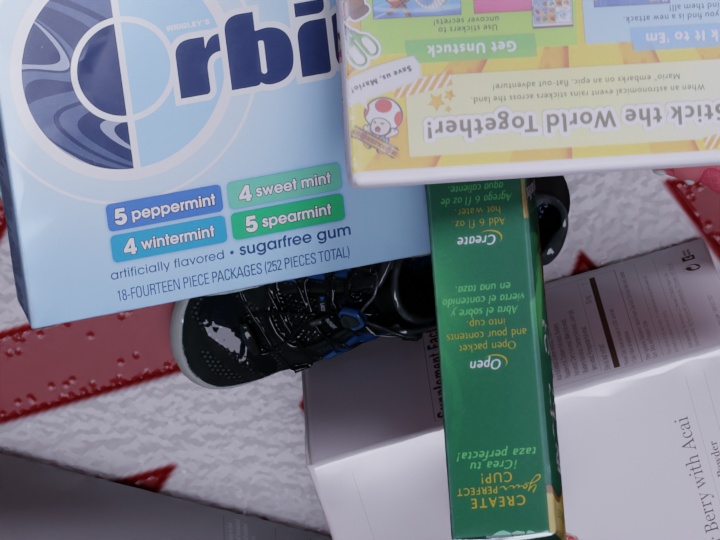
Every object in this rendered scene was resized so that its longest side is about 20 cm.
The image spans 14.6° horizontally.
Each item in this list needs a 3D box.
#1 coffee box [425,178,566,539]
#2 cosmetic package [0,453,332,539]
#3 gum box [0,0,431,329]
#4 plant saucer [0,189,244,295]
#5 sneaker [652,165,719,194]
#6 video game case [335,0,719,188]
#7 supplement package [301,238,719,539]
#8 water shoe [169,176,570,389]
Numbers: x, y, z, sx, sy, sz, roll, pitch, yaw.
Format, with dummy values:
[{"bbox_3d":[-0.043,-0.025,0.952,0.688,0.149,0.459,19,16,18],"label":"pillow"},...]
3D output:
[{"bbox_3d":[0.055,0.015,1.151,0.044,0.123,0.201,-5,81,5],"label":"coffee box"},{"bbox_3d":[-0.111,0.166,1.324,0.199,0.090,0.107,12,115,-12],"label":"cosmetic package"},{"bbox_3d":[-0.066,-0.091,1.117,0.169,0.045,0.201,-11,110,-13],"label":"gum box"},{"bbox_3d":[-0.075,-0.089,1.233,0.200,0.039,0.202,1,110,2],"label":"plant saucer"},{"bbox_3d":[0.119,-0.078,1.248,0.200,0.074,0.087,41,119,-14],"label":"sneaker"},{"bbox_3d":[0.088,-0.129,1.085,0.199,0.023,0.183,-4,93,-7],"label":"video game case"},{"bbox_3d":[0.084,0.086,1.279,0.199,0.120,0.122,-17,113,5],"label":"supplement package"},{"bbox_3d":[0.000,0.000,1.260,0.199,0.079,0.072,-29,112,10],"label":"water shoe"}]
